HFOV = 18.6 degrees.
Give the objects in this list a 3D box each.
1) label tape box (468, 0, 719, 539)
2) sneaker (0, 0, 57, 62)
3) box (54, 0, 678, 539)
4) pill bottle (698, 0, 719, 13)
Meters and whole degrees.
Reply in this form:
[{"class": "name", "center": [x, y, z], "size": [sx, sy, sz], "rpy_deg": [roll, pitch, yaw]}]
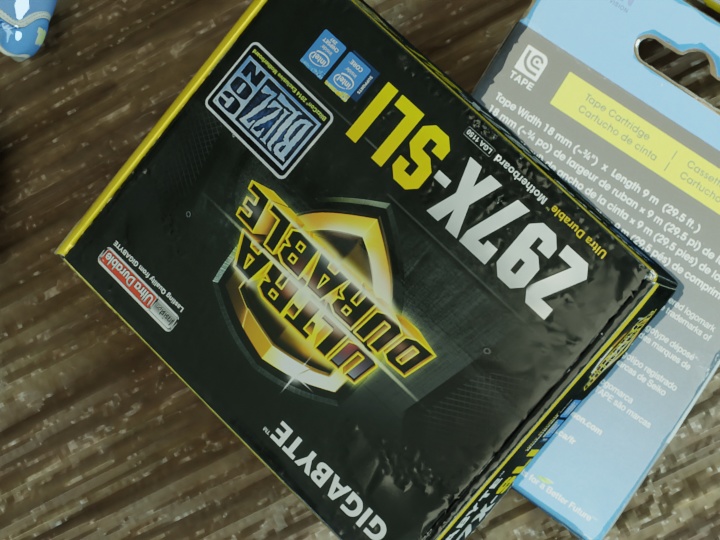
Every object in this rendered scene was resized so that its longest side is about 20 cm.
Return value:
[{"class": "label tape box", "center": [0.095, -0.012, 0.899], "size": [0.144, 0.063, 0.201], "rpy_deg": [34, 97, 11]}, {"class": "sneaker", "center": [-0.224, -0.131, 0.957], "size": [0.198, 0.076, 0.078], "rpy_deg": [1, 86, 13]}, {"class": "box", "center": [0.000, 0.000, 0.866], "size": [0.200, 0.049, 0.160], "rpy_deg": [44, 99, 18]}, {"class": "pill bottle", "center": [0.205, -0.126, 0.853], "size": [0.199, 0.113, 0.113], "rpy_deg": [32, 96, 10]}]
